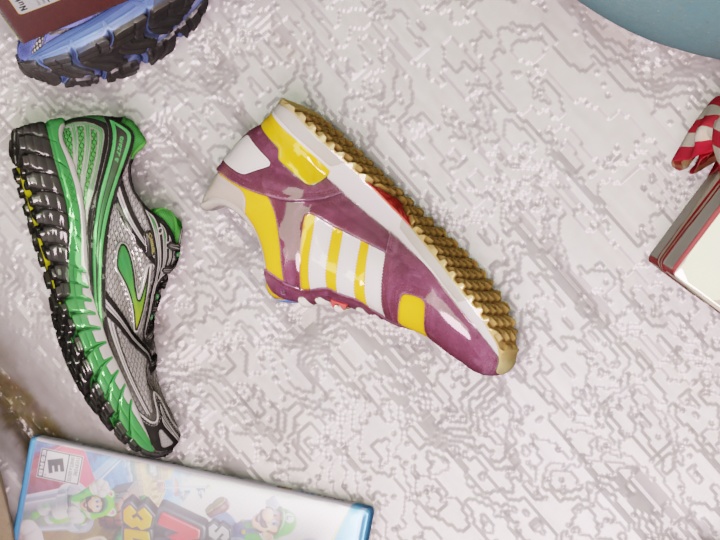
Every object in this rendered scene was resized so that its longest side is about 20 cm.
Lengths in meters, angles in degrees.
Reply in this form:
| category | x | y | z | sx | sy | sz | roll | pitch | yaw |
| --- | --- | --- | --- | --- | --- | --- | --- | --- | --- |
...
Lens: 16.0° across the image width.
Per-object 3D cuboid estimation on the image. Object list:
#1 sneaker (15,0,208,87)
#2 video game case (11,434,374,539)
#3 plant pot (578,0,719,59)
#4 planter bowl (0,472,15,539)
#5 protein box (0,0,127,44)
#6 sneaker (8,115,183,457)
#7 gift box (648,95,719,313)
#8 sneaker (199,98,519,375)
| category | x | y | z | sx | sy | sz | roll | pitch | yaw |
| --- | --- | --- | --- | --- | --- | --- | --- | --- | --- |
| sneaker | -0.116 | -0.178 | 1.455 | 0.200 | 0.075 | 0.078 | -38 | 74 | -4 |
| video game case | -0.102 | 0.183 | 1.445 | 0.199 | 0.018 | 0.144 | 11 | 93 | 8 |
| plant pot | 0.196 | -0.191 | 1.359 | 0.200 | 0.200 | 0.135 | -39 | 110 | 4 |
| planter bowl | -0.259 | 0.156 | 1.392 | 0.134 | 0.200 | 0.201 | -11 | 85 | 0 |
| protein box | -0.137 | -0.267 | 1.388 | 0.199 | 0.135 | 0.199 | -21 | 56 | 6 |
| sneaker | -0.132 | 0.008 | 1.437 | 0.085 | 0.078 | 0.201 | -15 | 94 | -13 |
| gift box | 0.264 | -0.037 | 1.336 | 0.187 | 0.185 | 0.200 | 36 | 88 | 0 |
| sneaker | 0.000 | 0.000 | 1.426 | 0.090 | 0.075 | 0.200 | -46 | 75 | 11 |
